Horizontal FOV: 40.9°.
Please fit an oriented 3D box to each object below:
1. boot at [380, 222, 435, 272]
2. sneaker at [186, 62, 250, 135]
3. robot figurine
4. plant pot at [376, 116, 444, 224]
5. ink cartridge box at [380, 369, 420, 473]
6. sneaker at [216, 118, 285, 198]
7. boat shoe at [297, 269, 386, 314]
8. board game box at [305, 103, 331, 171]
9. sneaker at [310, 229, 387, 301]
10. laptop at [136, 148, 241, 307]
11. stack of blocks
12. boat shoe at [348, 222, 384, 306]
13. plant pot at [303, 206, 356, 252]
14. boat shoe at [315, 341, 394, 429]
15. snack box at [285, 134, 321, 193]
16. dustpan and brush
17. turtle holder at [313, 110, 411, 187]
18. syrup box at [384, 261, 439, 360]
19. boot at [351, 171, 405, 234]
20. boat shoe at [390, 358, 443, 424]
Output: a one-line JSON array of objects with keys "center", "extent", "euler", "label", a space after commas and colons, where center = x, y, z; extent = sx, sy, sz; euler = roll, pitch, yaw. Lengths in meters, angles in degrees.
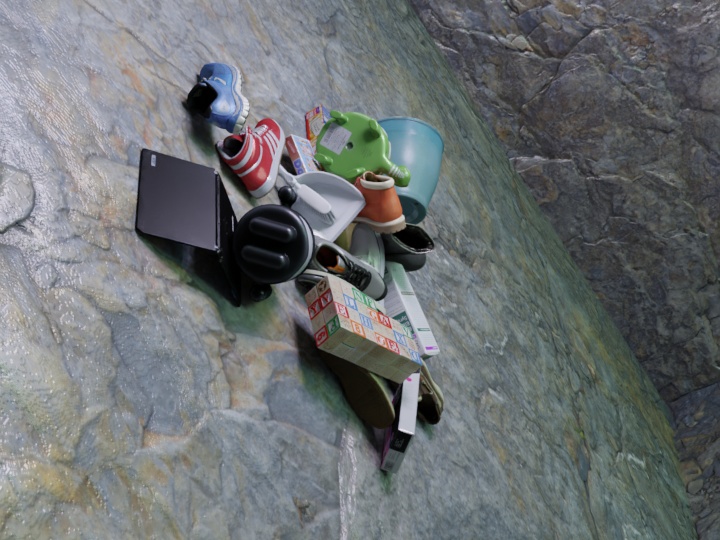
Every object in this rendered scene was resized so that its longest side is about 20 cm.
[{"center": [0.096, -0.049, 1.939], "extent": [0.180, 0.200, 0.073], "euler": [12, 76, -25], "label": "boot"}, {"center": [-0.253, -0.309, 1.661], "extent": [0.088, 0.079, 0.201], "euler": [15, 27, -30], "label": "sneaker"}, {"center": [-0.136, -0.041, 1.512], "extent": [0.125, 0.150, 0.200], "euler": [55, 3, 0], "label": "robot figurine"}, {"center": [0.085, -0.207, 2.167], "extent": [0.200, 0.199, 0.190], "euler": [39, 46, -43], "label": "plant pot"}, {"center": [0.073, 0.253, 1.695], "extent": [0.037, 0.095, 0.201], "euler": [19, 31, -2], "label": "ink cartridge box"}, {"center": [-0.194, -0.232, 1.717], "extent": [0.113, 0.071, 0.201], "euler": [48, 27, -36], "label": "sneaker"}, {"center": [-0.035, 0.060, 1.725], "extent": [0.199, 0.071, 0.068], "euler": [36, 66, -32], "label": "boat shoe"}, {"center": [-0.051, -0.239, 2.071], "extent": [0.151, 0.046, 0.201], "euler": [42, 29, -39], "label": "board game box"}, {"center": [-0.030, 0.003, 1.747], "extent": [0.199, 0.074, 0.079], "euler": [33, 1, -26], "label": "sneaker"}, {"center": [-0.255, -0.064, 1.467], "extent": [0.201, 0.102, 0.178], "euler": [75, 6, -48], "label": "laptop"}, {"center": [0.006, 0.101, 1.622], "extent": [0.199, 0.058, 0.116], "euler": [29, 31, -38], "label": "stack of blocks"}, {"center": [0.000, 0.000, 1.843], "extent": [0.069, 0.070, 0.202], "euler": [13, 71, -50], "label": "boat shoe"}, {"center": [-0.068, -0.110, 1.910], "extent": [0.200, 0.027, 0.201], "euler": [46, 27, -32], "label": "plant pot"}, {"center": [0.002, 0.176, 1.658], "extent": [0.201, 0.073, 0.069], "euler": [58, 28, -7], "label": "boat shoe"}, {"center": [-0.088, -0.166, 1.863], "extent": [0.072, 0.024, 0.202], "euler": [7, 58, -62], "label": "snack box"}, {"center": [-0.106, -0.145, 1.788], "extent": [0.200, 0.140, 0.057], "euler": [38, -9, 21], "label": "dustpan and brush"}, {"center": [0.009, -0.236, 1.915], "extent": [0.132, 0.183, 0.143], "euler": [28, 63, -72], "label": "turtle holder"}, {"center": [0.074, 0.090, 1.910], "extent": [0.081, 0.078, 0.202], "euler": [9, 55, -64], "label": "syrup box"}, {"center": [0.010, -0.143, 1.844], "extent": [0.075, 0.199, 0.108], "euler": [-27, 116, -30], "label": "boot"}, {"center": [0.101, 0.219, 1.827], "extent": [0.202, 0.074, 0.075], "euler": [47, 30, -33], "label": "boat shoe"}]
